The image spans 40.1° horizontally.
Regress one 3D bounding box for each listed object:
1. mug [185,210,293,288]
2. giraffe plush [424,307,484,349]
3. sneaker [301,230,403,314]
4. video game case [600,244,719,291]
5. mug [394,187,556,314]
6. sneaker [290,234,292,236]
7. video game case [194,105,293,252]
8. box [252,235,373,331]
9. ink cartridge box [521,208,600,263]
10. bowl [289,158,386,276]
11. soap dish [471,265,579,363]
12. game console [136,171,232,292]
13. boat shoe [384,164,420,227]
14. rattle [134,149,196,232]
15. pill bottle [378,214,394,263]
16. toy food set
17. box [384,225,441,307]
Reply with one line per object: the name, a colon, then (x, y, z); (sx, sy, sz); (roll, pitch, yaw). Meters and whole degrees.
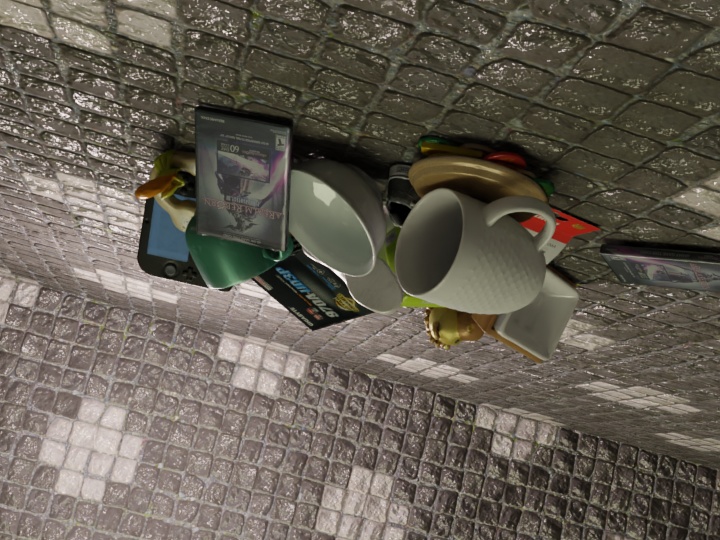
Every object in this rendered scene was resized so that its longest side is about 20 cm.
mug: (-0.186, -0.063, 1.554); (0.184, 0.152, 0.115); (-18, 110, 19)
giraffe plush: (0.179, 0.062, 1.805); (0.172, 0.164, 0.199); (25, 162, -40)
sneaker: (0.000, 0.000, 1.561); (0.200, 0.075, 0.088); (40, -176, 26)
video game case: (0.484, -0.001, 1.519); (0.198, 0.019, 0.143); (7, 165, 31)
mug: (0.172, -0.029, 1.312); (0.174, 0.149, 0.200); (18, 135, -31)
sneaker: (-0.151, -0.052, 1.778); (0.199, 0.078, 0.078); (24, -146, 13)
video game case: (-0.169, -0.129, 1.415); (0.142, 0.019, 0.202); (12, 122, 11)
box: (-0.085, 0.020, 1.745); (0.158, 0.046, 0.200); (-18, 134, 35)
ink cartridge box: (0.244, -0.056, 1.517); (0.160, 0.051, 0.200); (19, 168, -22)
bowl: (-0.031, -0.095, 1.464); (0.200, 0.090, 0.202); (32, 151, 20)
soap dish: (0.290, 0.061, 1.734); (0.081, 0.158, 0.199); (24, 177, 44)
game console: (-0.294, -0.071, 1.725); (0.175, 0.202, 0.031); (14, -160, 2)
boat shoe: (0.071, -0.094, 1.487); (0.071, 0.068, 0.200); (12, 168, 8)
rattle: (-0.285, -0.084, 1.606); (0.129, 0.143, 0.201); (-4, 125, -3)
pill bottle: (0.066, -0.016, 1.712); (0.113, 0.115, 0.200); (12, 167, 8)
toy food set: (0.162, -0.117, 1.334); (0.198, 0.049, 0.198); (13, 164, 11)
box: (0.139, -0.003, 1.585); (0.198, 0.123, 0.048); (2, 157, -29)
